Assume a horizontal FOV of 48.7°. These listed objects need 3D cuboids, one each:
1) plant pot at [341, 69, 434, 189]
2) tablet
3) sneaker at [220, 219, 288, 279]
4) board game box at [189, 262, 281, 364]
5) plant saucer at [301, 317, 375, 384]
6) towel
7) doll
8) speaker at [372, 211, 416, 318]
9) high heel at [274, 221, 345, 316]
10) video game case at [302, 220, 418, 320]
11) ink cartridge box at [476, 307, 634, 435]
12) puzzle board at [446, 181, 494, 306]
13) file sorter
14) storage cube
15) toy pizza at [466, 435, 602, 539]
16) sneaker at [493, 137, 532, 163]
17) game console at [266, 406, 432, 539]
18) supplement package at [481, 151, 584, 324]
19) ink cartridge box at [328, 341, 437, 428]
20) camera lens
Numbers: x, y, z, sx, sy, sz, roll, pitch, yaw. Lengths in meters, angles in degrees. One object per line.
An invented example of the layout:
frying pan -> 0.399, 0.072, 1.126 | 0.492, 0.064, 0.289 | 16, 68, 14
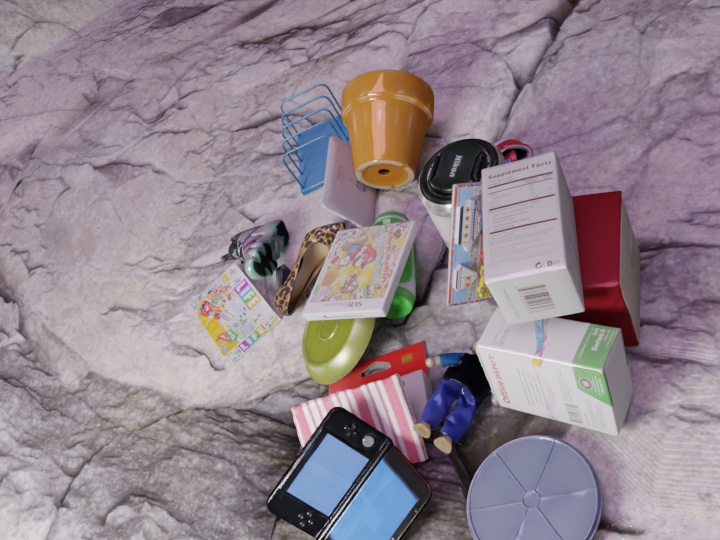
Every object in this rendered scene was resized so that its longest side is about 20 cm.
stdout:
plant pot -> 0.054, -0.280, 1.650 | 0.197, 0.200, 0.187 | -8, 66, 26
tablet -> -0.019, -0.182, 1.654 | 0.014, 0.129, 0.203 | -36, 37, 42
sneaker -> -0.240, -0.032, 1.675 | 0.137, 0.079, 0.201 | -11, 23, 19
board game box -> -0.263, 0.086, 1.653 | 0.134, 0.034, 0.200 | -42, 44, -5
plant saucer -> -0.049, 0.106, 1.452 | 0.199, 0.031, 0.203 | -33, 43, 37
towel -> -0.003, 0.260, 1.284 | 0.197, 0.149, 0.030 | -19, 5, 13
doll -> 0.159, 0.185, 1.273 | 0.135, 0.049, 0.201 | 32, 61, 12
speaker -> 0.060, -0.013, 1.492 | 0.087, 0.089, 0.203 | -17, 48, 20
high heel -> -0.094, 0.000, 1.582 | 0.199, 0.071, 0.144 | -40, 35, 22
video game case -> 0.000, 0.000, 1.436 | 0.179, 0.023, 0.202 | -6, 48, 36
ink cartridge box -> 0.286, 0.145, 1.170 | 0.197, 0.147, 0.088 | 7, 48, 37
puzzle board -> 0.211, -0.046, 1.308 | 0.148, 0.204, 0.017 | -8, 19, -28
file sorter -> -0.103, -0.304, 1.804 | 0.137, 0.123, 0.202 | -21, 46, 15
storage cube -> 0.333, 0.002, 1.244 | 0.177, 0.172, 0.203 | -5, 53, 28
toy pizza -> 0.247, 0.332, 1.133 | 0.197, 0.032, 0.203 | -18, 47, 20
sneaker -> 0.235, -0.181, 1.501 | 0.199, 0.072, 0.113 | -37, 17, -1
game console -> -0.021, 0.344, 1.206 | 0.201, 0.171, 0.119 | -54, 18, 4
supplement package -> 0.244, -0.046, 1.134 | 0.115, 0.117, 0.203 | -12, 52, 23
ink cartridge box -> 0.025, 0.213, 1.361 | 0.197, 0.045, 0.179 | -21, 48, 16
camera lens -> 0.201, -0.117, 1.403 | 0.157, 0.201, 0.162 | -17, 47, 19
